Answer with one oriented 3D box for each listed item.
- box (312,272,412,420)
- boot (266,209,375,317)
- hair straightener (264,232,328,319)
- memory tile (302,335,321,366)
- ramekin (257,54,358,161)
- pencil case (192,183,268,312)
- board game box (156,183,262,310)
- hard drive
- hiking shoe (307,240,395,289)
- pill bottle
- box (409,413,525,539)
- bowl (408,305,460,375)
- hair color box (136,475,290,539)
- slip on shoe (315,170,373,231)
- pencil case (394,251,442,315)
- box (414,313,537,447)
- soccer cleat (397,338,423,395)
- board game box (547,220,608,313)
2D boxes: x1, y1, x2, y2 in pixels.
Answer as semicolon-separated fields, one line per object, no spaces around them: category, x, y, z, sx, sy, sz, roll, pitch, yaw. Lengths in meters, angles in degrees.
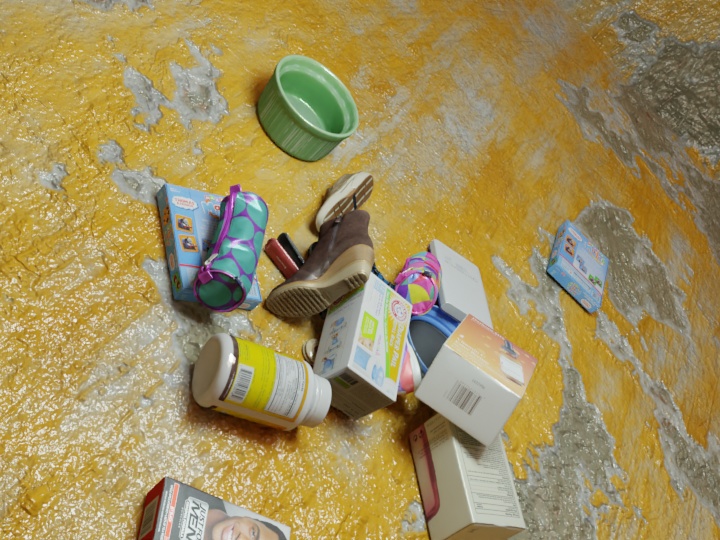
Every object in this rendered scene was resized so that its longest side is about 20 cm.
box;0.003;0.122;1.562;0.112;0.101;0.203;37;44;-26
boot;-0.066;-0.013;1.611;0.168;0.196;0.073;-93;158;-50
hair straightener;-0.081;0.014;1.665;0.200;0.041;0.077;48;37;7
memory tile;-0.003;0.158;1.642;0.155;0.017;0.199;55;37;7
ramekin;-0.109;-0.315;1.875;0.198;0.098;0.203;26;42;-27
pencil case;-0.201;-0.035;1.495;0.202;0.083;0.093;-81;150;-45
board game box;-0.247;-0.039;1.552;0.149;0.037;0.203;11;53;-39
hard drive;0.201;0.035;1.909;0.131;0.025;0.202;32;30;-25
hiking shoe;0.000;0.000;1.722;0.198;0.087;0.075;32;40;-21
pill bottle;-0.143;0.172;1.415;0.197;0.109;0.111;23;44;-30
box;0.175;0.349;1.579;0.126;0.109;0.203;16;48;-35
bowl;0.150;0.157;1.763;0.199;0.039;0.203;31;36;-25
hair color box;-0.191;0.359;1.248;0.198;0.061;0.103;29;40;-25
slip on shoe;-0.043;-0.134;1.822;0.059;0.077;0.200;15;41;23
pencil case;0.108;0.020;1.764;0.089;0.088;0.200;46;12;-2
box;0.198;0.179;1.595;0.151;0.108;0.200;33;20;8
soccer cleat;0.051;0.129;1.660;0.072;0.069;0.203;-11;52;-11
board game box;0.526;-0.012;2.283;0.151;0.037;0.201;42;39;-9
